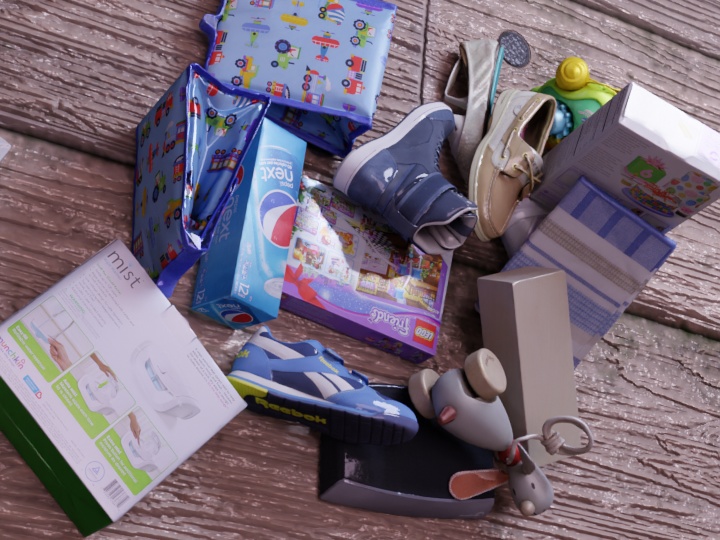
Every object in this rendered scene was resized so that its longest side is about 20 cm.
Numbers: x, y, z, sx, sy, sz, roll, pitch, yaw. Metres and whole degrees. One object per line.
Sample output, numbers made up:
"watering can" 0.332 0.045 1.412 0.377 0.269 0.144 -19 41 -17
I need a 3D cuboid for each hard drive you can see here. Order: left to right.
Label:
"hard drive" 0.053 0.184 1.465 0.198 0.042 0.137 11 67 -26

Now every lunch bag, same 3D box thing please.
"lunch bag" -0.173 -0.070 1.362 0.093 0.150 0.202 21 63 -21
"lunch bag" -0.077 -0.233 1.515 0.198 0.094 0.152 18 66 -13

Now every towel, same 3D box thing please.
"towel" 0.237 0.007 1.560 0.146 0.201 0.024 31 24 -14

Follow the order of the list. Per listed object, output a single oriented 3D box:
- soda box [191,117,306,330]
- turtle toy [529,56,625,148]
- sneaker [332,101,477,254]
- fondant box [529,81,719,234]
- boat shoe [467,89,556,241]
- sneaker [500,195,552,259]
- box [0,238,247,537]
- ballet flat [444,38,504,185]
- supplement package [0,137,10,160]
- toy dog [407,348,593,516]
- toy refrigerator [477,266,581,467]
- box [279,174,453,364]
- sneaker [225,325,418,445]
"soda box" -0.112 -0.047 1.432 0.064 0.067 0.202 27 60 -37
"turtle toy" 0.284 -0.161 1.657 0.198 0.146 0.102 28 85 9
"sneaker" 0.081 -0.098 1.526 0.146 0.077 0.202 36 44 15
"fondant box" 0.293 -0.105 1.522 0.143 0.200 0.059 28 64 -11
"boat shoe" 0.170 -0.122 1.564 0.074 0.066 0.202 51 47 -47
"sneaker" 0.241 -0.039 1.637 0.198 0.081 0.089 -8 77 -23
"box" -0.236 0.105 1.295 0.176 0.097 0.201 -41 95 -33
"ballet flat" 0.125 -0.181 1.639 0.061 0.068 0.202 8 61 5
"supplement package" -0.443 -0.102 1.244 0.200 0.111 0.156 40 58 -12
"toy dog" 0.129 0.174 1.423 0.199 0.132 0.097 37 34 -3
"toy refrigerator" 0.180 0.102 1.516 0.075 0.070 0.203 -13 101 -31
"box" 0.000 0.000 1.503 0.198 0.039 0.138 24 61 -21
"sneaker" -0.033 0.113 1.392 0.198 0.074 0.083 19 59 2
